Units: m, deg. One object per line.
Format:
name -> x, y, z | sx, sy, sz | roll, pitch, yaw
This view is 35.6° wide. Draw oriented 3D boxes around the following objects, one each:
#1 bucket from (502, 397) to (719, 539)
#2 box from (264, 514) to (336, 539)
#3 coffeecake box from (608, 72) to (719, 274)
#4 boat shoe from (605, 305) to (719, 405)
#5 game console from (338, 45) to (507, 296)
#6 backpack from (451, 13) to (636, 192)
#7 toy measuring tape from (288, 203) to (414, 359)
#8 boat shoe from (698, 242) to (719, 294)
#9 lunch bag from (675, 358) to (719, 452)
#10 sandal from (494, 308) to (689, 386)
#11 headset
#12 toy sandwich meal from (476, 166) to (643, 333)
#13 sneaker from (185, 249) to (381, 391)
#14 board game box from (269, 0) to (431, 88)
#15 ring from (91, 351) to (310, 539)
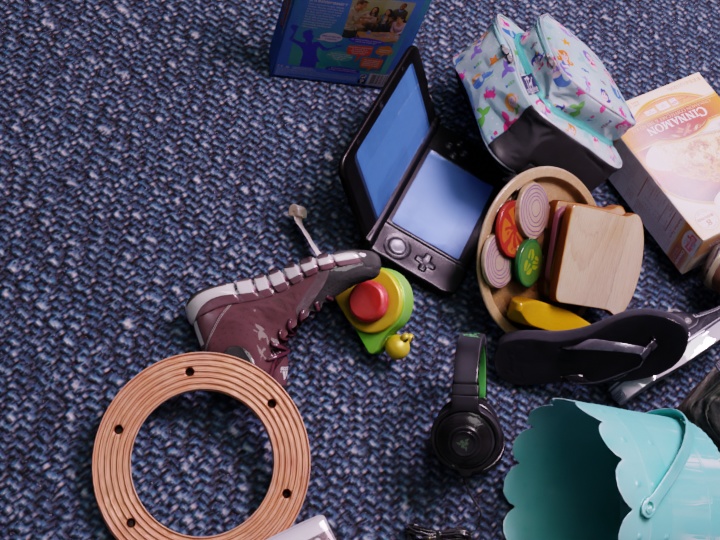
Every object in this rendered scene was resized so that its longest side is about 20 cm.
bucket -> 0.236, 0.219, 1.035 | 0.133, 0.207, 0.210 | 7, 60, -22
box -> -0.083, 0.340, 0.905 | 0.197, 0.131, 0.201 | -20, 70, -25
coffeecake box -> 0.387, -0.117, 1.315 | 0.152, 0.073, 0.201 | -22, 63, -20
boat shoe -> 0.338, 0.072, 1.223 | 0.198, 0.072, 0.068 | -27, 74, -20
game console -> 0.076, -0.107, 1.209 | 0.175, 0.117, 0.201 | 30, 58, 1
backpack -> 0.198, -0.194, 1.257 | 0.176, 0.151, 0.201 | 23, 31, -41
toy measuring tape -> 0.000, 0.000, 1.151 | 0.073, 0.074, 0.201 | -23, 71, -27
boat shoe -> 0.474, 0.002, 1.278 | 0.198, 0.076, 0.074 | -12, 39, -31
lunch bag -> 0.433, 0.163, 1.141 | 0.139, 0.168, 0.200 | -35, 76, -30
sandal -> 0.235, 0.090, 1.141 | 0.197, 0.077, 0.043 | -11, 27, 13
headset -> 0.090, 0.160, 1.076 | 0.093, 0.124, 0.203 | 0, 78, 11
toy sandwich meal -> 0.210, -0.012, 1.180 | 0.203, 0.070, 0.208 | -5, 99, -34
sneaker -> -0.064, 0.057, 1.088 | 0.197, 0.076, 0.117 | -16, 79, 6
board game box -> -0.009, -0.284, 1.230 | 0.150, 0.200, 0.046 | 4, 61, -16
ring -> -0.144, 0.175, 1.022 | 0.197, 0.019, 0.203 | 3, 74, -11
